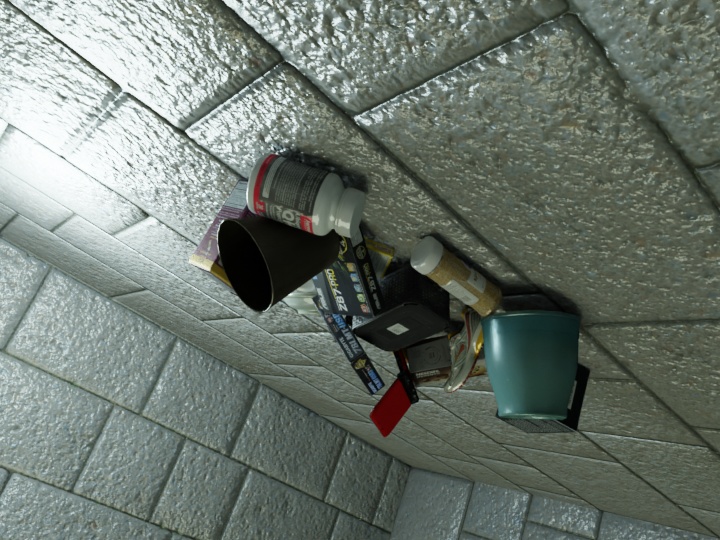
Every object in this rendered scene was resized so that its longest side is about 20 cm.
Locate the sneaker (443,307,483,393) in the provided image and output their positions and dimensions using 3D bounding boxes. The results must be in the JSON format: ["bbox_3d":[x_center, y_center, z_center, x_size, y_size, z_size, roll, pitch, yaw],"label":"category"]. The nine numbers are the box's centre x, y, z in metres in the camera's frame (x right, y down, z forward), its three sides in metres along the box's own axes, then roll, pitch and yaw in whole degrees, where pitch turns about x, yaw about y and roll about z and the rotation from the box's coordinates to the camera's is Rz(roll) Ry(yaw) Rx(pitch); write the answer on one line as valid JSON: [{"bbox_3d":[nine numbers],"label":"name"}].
[{"bbox_3d":[0.229,0.179,1.428,0.080,0.205,0.078,23,-172,13],"label":"sneaker"}]

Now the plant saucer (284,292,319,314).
[{"bbox_3d":[-0.106,0.087,1.607,0.193,0.052,0.200,2,176,0],"label":"plant saucer"}]

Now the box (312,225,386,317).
[{"bbox_3d":[-0.042,-0.007,1.311,0.159,0.049,0.205,3,118,47],"label":"box"}]

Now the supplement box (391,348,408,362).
[{"bbox_3d":[0.094,0.162,1.592,0.065,0.070,0.201,7,151,29],"label":"supplement box"}]

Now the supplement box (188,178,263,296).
[{"bbox_3d":[-0.230,-0.061,1.276,0.102,0.203,0.131,15,160,48],"label":"supplement box"}]

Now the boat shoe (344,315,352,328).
[{"bbox_3d":[-0.007,0.122,1.582,0.069,0.072,0.202,5,160,4],"label":"boat shoe"}]

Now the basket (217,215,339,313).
[{"bbox_3d":[-0.143,-0.035,1.200,0.183,0.197,0.136,57,136,12],"label":"basket"}]

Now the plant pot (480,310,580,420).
[{"bbox_3d":[0.338,0.194,1.251,0.193,0.194,0.201,1,165,0],"label":"plant pot"}]

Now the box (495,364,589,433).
[{"bbox_3d":[0.434,0.299,1.524,0.105,0.152,0.200,27,158,-13],"label":"box"}]

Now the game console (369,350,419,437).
[{"bbox_3d":[0.067,0.274,1.516,0.116,0.176,0.201,-20,149,2],"label":"game console"}]

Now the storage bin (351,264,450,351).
[{"bbox_3d":[0.087,0.086,1.371,0.134,0.096,0.198,30,138,-33],"label":"storage bin"}]

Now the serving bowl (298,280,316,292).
[{"bbox_3d":[-0.137,0.002,1.481,0.194,0.068,0.201,10,155,5],"label":"serving bowl"}]

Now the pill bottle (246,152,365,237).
[{"bbox_3d":[-0.094,-0.128,1.124,0.195,0.113,0.111,19,158,12],"label":"pill bottle"}]

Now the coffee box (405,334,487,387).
[{"bbox_3d":[0.214,0.213,1.534,0.194,0.082,0.114,-11,151,7],"label":"coffee box"}]

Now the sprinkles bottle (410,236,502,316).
[{"bbox_3d":[0.187,0.013,1.227,0.198,0.070,0.068,34,156,-25],"label":"sprinkles bottle"}]

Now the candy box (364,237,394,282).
[{"bbox_3d":[0.000,0.000,1.379,0.100,0.027,0.202,20,144,-3],"label":"candy box"}]

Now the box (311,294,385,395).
[{"bbox_3d":[-0.028,0.171,1.494,0.201,0.049,0.200,54,176,33],"label":"box"}]
